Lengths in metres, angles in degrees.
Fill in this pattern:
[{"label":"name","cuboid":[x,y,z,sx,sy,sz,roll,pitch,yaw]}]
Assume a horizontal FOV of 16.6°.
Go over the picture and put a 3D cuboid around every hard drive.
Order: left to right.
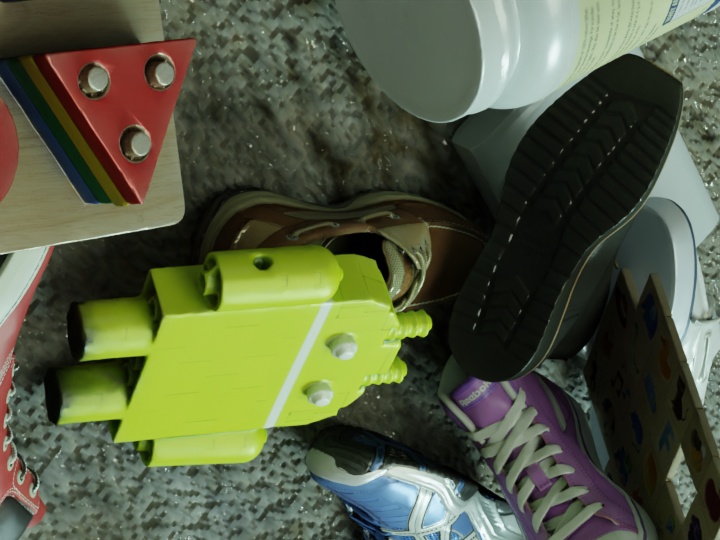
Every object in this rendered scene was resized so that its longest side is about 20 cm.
[{"label":"hard drive","cuboid":[0.141,-0.055,1.500,0.132,0.026,0.200,-46,134,-15]}]

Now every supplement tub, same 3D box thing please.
[{"label":"supplement tub","cuboid":[0.098,-0.173,1.318,0.200,0.145,0.145,-29,127,-29]}]

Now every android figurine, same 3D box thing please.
[{"label":"android figurine","cuboid":[-0.061,0.044,1.296,0.200,0.041,0.182,-2,145,-24]}]

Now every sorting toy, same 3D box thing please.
[{"label":"sorting toy","cuboid":[-0.163,-0.106,1.124,0.200,0.070,0.199,-11,97,-39]}]

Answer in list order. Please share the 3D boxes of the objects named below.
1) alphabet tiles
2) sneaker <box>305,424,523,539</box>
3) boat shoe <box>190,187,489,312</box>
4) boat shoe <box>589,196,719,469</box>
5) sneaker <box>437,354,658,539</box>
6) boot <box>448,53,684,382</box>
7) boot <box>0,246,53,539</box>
[{"label":"alphabet tiles","cuboid":[0.167,0.105,1.436,0.008,0.200,0.167,-2,139,-14]},{"label":"sneaker","cuboid":[0.032,0.150,1.467,0.200,0.076,0.077,32,87,-47]},{"label":"boat shoe","cuboid":[0.000,0.000,1.366,0.200,0.074,0.076,-1,111,-42]},{"label":"boat shoe","cuboid":[0.197,0.037,1.524,0.086,0.075,0.202,-22,125,-32]},{"label":"sneaker","cuboid":[0.097,0.116,1.435,0.073,0.201,0.114,-41,126,9]},{"label":"boot","cuboid":[0.131,-0.031,1.420,0.200,0.077,0.138,-56,161,14]},{"label":"boot","cuboid":[-0.188,0.061,1.236,0.144,0.072,0.200,31,92,-50]}]
